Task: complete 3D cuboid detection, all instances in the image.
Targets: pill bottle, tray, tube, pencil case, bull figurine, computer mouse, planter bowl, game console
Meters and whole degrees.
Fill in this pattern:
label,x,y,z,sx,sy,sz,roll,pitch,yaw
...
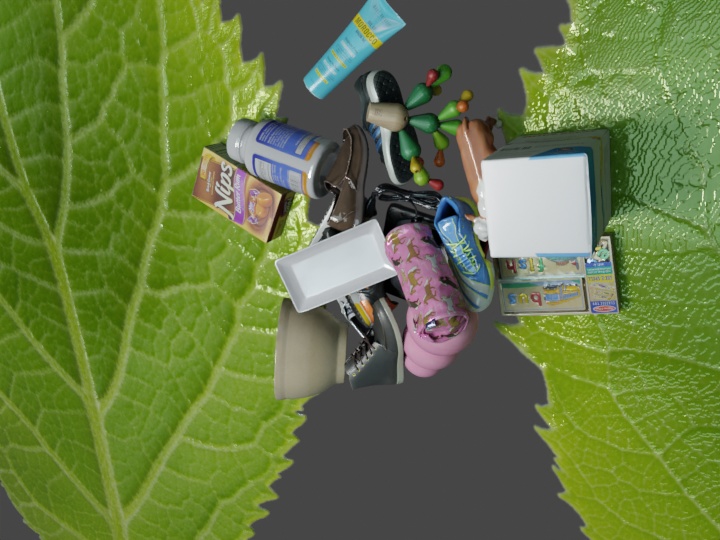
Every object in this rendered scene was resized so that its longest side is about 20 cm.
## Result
label,x,y,z,sx,sy,sz,roll,pitch,yaw
pill bottle,-0.144,-0.215,1.273,0.199,0.112,0.112,23,118,20
tray,-0.041,-0.008,1.206,0.199,0.022,0.108,-22,104,11
tube,-0.016,-0.382,1.184,0.200,0.050,0.077,-40,94,28
pencil case,0.104,0.016,1.110,0.083,0.086,0.201,118,142,-47
bull figurine,0.204,-0.151,1.099,0.065,0.121,0.201,-5,106,31
computer mouse,0.062,-0.054,1.211,0.140,0.046,0.201,16,115,9
planter bowl,-0.092,0.158,1.353,0.134,0.200,0.201,4,113,-2
game console,0.125,-0.015,1.252,0.199,0.031,0.178,20,114,21

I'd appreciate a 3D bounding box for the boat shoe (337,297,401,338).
label,x,y,z,sx,sy,sz,roll,pitch,yaw
boat shoe,-0.004,0.075,1.329,0.072,0.068,0.200,-33,91,34

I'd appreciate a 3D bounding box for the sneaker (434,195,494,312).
label,x,y,z,sx,sy,sz,roll,pitch,yaw
sneaker,0.159,-0.033,1.124,0.076,0.105,0.201,-23,64,32

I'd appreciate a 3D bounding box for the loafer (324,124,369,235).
label,x,y,z,sx,sy,sz,roll,pitch,yaw
loafer,-0.027,-0.163,1.209,0.071,0.073,0.201,4,80,-11

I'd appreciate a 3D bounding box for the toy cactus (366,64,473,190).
label,x,y,z,sx,sy,sz,roll,pitch,yaw
toy cactus,0.093,-0.239,1.121,0.164,0.102,0.201,9,109,-9

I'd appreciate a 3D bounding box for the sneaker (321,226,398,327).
label,x,y,z,sx,sy,sz,roll,pitch,yaw
sneaker,0.000,0.000,1.265,0.090,0.070,0.201,-27,101,-10

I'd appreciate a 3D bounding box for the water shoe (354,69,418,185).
label,x,y,z,sx,sy,sz,roll,pitch,yaw
water shoe,0.047,-0.248,1.195,0.079,0.071,0.201,13,121,56

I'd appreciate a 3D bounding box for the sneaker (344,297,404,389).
label,x,y,z,sx,sy,sz,roll,pitch,yaw
sneaker,0.019,0.143,1.240,0.106,0.075,0.201,-14,126,-7

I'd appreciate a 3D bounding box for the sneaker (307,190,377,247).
label,x,y,z,sx,sy,sz,roll,pitch,yaw
sneaker,-0.039,-0.057,1.299,0.087,0.076,0.200,34,121,7

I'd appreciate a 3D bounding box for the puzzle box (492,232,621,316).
label,x,y,z,sx,sy,sz,roll,pitch,yaw
puzzle box,0.325,0.010,1.150,0.199,0.025,0.134,-5,106,30

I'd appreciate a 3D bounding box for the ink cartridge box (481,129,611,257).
label,x,y,z,sx,sy,sz,roll,pitch,yaw
ink cartridge box,0.284,-0.118,1.020,0.146,0.200,0.147,1,110,28

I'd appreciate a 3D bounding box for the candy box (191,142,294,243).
label,x,y,z,sx,sy,sz,roll,pitch,yaw
candy box,-0.238,-0.157,1.380,0.200,0.056,0.117,32,121,16

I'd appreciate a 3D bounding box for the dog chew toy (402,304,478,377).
label,x,y,z,sx,sy,sz,roll,pitch,yaw
dog chew toy,0.130,0.118,1.213,0.124,0.125,0.200,34,138,14
